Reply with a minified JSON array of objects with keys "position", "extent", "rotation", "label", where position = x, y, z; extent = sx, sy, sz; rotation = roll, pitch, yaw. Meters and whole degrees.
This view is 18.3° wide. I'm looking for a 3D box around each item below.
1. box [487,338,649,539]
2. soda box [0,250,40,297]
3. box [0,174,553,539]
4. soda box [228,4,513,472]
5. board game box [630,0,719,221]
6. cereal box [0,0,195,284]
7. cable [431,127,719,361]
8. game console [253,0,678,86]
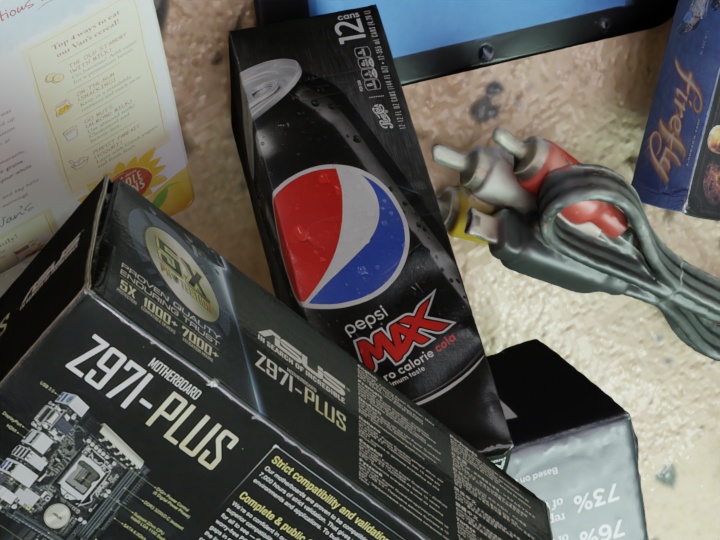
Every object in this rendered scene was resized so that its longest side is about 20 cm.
[{"position":[0.043,0.152,0.940],"extent":[0.147,0.104,0.202],"rotation":[-14,109,-14],"label":"box"},{"position":[-0.165,0.063,0.874],"extent":[0.199,0.068,0.064],"rotation":[-31,70,-10],"label":"soda box"},{"position":[-0.059,0.098,0.747],"extent":[0.199,0.086,0.164],"rotation":[37,111,-17],"label":"box"},{"position":[0.000,0.000,0.862],"extent":[0.063,0.201,0.071],"rotation":[-12,152,-9],"label":"soda box"},{"position":[0.196,-0.118,0.974],"extent":[0.135,0.034,0.202],"rotation":[5,102,-42],"label":"board game box"},{"position":[-0.139,-0.054,0.819],"extent":[0.143,0.040,0.200],"rotation":[-28,153,-12],"label":"cereal box"},{"position":[0.120,-0.013,0.971],"extent":[0.199,0.097,0.051],"rotation":[18,61,-29],"label":"cable"},{"position":[0.057,-0.162,0.894],"extent":[0.198,0.172,0.120],"rotation":[-15,81,-17],"label":"game console"}]
